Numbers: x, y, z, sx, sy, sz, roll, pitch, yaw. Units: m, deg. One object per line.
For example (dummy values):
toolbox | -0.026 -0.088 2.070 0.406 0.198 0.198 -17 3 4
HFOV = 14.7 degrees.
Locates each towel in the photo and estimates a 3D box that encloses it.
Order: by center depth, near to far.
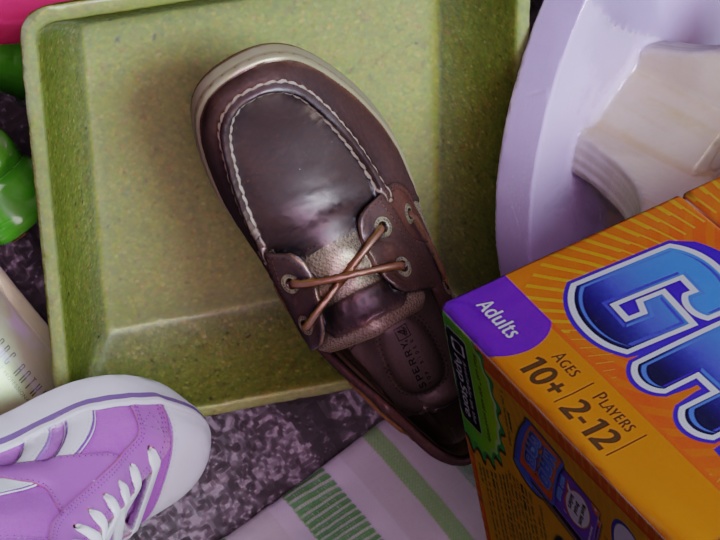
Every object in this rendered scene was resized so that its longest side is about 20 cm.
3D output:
towel | -0.008 0.129 1.117 0.200 0.153 0.023 -36 126 -6

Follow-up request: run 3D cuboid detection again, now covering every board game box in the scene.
board game box | 0.174 0.097 0.972 0.200 0.200 0.200 -24 127 -15

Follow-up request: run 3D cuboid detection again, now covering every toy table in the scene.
toy table | 0.138 -0.043 1.110 0.184 0.117 0.200 -30 135 -36

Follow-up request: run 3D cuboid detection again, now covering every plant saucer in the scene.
plant saucer | -0.035 -0.041 1.117 0.200 0.048 0.200 -10 125 -13

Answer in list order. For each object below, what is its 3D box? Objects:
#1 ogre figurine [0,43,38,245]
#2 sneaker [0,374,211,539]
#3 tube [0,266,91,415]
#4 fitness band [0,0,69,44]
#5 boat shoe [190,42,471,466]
ogre figurine | -0.188 -0.047 1.101 0.200 0.098 0.120 -38 104 -3
sneaker | -0.109 0.105 1.052 0.200 0.114 0.073 -15 130 -46
tube | -0.199 0.090 1.128 0.200 0.058 0.052 -40 57 -11
fitness band | -0.162 -0.185 1.098 0.143 0.037 0.200 -18 83 -38
boat shoe | 0.000 0.000 1.081 0.072 0.072 0.200 -27 127 -1
